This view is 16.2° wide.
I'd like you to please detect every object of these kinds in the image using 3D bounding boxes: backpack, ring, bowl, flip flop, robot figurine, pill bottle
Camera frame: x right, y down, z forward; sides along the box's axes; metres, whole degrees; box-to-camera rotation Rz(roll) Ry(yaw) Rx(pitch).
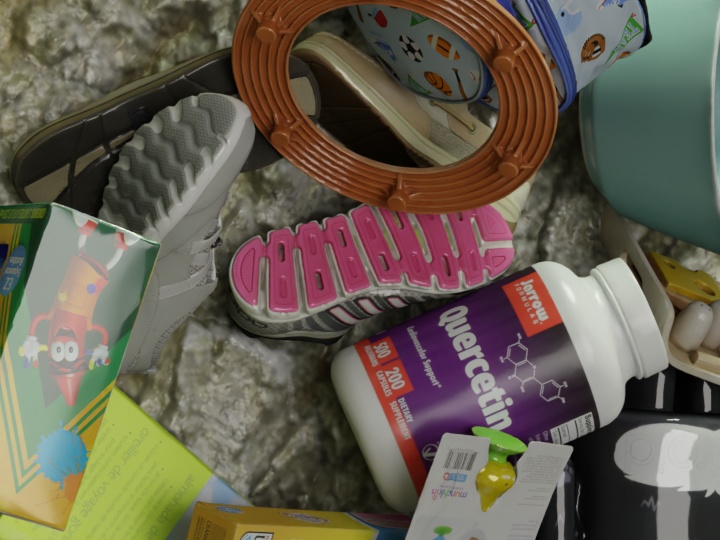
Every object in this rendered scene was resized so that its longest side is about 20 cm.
[{"bbox_3d":[0.078,-0.182,1.525,0.154,0.200,0.191,-44,114,-11],"label":"backpack"},{"bbox_3d":[0.017,-0.103,1.487,0.200,0.200,0.019,40,44,-21],"label":"ring"},{"bbox_3d":[0.210,-0.107,1.662,0.201,0.105,0.202,2,90,-65],"label":"bowl"},{"bbox_3d":[-0.122,-0.089,1.556,0.199,0.058,0.081,-21,116,-9],"label":"flip flop"},{"bbox_3d":[0.190,0.155,1.674,0.149,0.125,0.201,3,89,4],"label":"robot figurine"},{"bbox_3d":[0.088,0.066,1.596,0.199,0.112,0.113,-24,102,-2],"label":"pill bottle"}]

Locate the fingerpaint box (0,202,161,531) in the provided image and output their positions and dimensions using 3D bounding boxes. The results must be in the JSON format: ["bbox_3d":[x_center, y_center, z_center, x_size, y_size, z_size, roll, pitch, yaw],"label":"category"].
[{"bbox_3d":[-0.203,0.051,1.435,0.073,0.200,0.168,21,82,-23],"label":"fingerpaint box"}]

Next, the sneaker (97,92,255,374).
[{"bbox_3d":[-0.115,-0.021,1.528,0.082,0.075,0.200,15,120,-39],"label":"sneaker"}]

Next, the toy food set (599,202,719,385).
[{"bbox_3d":[0.261,0.025,1.687,0.199,0.144,0.061,21,114,-25],"label":"toy food set"}]

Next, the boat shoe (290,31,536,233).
[{"bbox_3d":[0.036,-0.098,1.624,0.200,0.072,0.065,37,70,-27],"label":"boat shoe"}]

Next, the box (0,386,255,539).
[{"bbox_3d":[-0.129,0.172,1.557,0.200,0.048,0.122,43,74,-21],"label":"box"}]

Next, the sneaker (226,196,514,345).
[{"bbox_3d":[0.000,0.000,1.598,0.199,0.087,0.074,-14,76,-24],"label":"sneaker"}]

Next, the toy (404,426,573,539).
[{"bbox_3d":[0.047,0.186,1.553,0.115,0.047,0.201,9,110,-43],"label":"toy"}]

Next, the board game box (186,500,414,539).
[{"bbox_3d":[-0.037,0.224,1.553,0.199,0.040,0.154,8,99,-47],"label":"board game box"}]
